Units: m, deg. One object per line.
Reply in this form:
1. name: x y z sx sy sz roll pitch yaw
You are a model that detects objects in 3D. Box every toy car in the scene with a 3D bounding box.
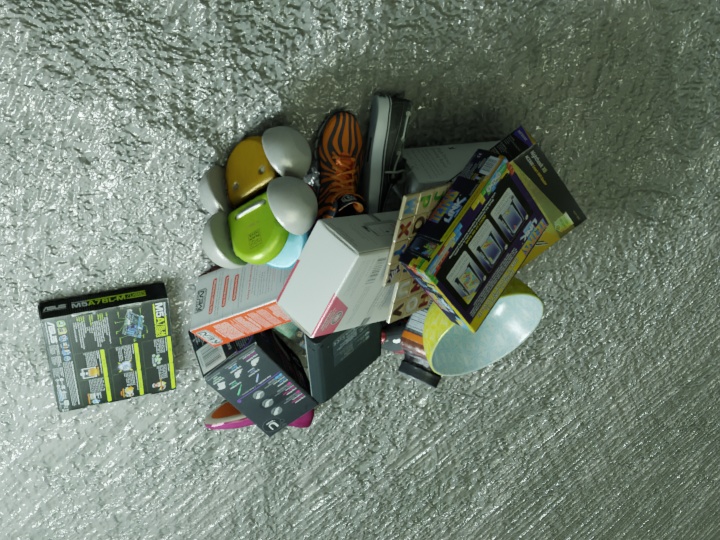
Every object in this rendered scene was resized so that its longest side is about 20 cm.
1. toy car: -0.124 -0.087 1.429 0.175 0.201 0.150 -28 143 26

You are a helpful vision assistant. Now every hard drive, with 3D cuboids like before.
1. hard drive: -0.023 0.117 1.601 0.139 0.033 0.200 -39 154 -22

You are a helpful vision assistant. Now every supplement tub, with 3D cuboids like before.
1. supplement tub: 0.133 0.092 1.697 0.107 0.107 0.201 26 85 -37

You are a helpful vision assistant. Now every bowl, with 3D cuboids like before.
1. bowl: 0.173 0.062 1.581 0.199 0.108 0.200 -20 147 -13

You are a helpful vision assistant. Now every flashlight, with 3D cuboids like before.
1. flashlight: 0.016 0.114 1.742 0.199 0.068 0.068 1 118 -24

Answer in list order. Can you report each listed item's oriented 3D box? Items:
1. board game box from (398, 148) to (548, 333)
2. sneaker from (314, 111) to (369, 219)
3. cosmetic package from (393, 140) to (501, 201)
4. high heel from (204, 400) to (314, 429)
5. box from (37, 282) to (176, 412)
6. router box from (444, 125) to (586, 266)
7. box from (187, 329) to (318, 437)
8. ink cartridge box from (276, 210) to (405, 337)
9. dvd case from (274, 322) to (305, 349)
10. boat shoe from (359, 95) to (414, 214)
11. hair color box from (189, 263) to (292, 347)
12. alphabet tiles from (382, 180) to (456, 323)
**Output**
1. board game box: 0.162 -0.040 1.420 0.200 0.057 0.165 -54 135 -12
2. sneaker: -0.020 -0.125 1.458 0.077 0.112 0.201 1 101 -20
3. cosmetic package: 0.158 -0.141 1.566 0.199 0.102 0.074 -9 131 -19
4. high heel: -0.173 0.265 1.783 0.199 0.067 0.096 -13 122 -17
5. box: -0.390 0.122 1.588 0.192 0.048 0.201 -12 131 -17
6. router box: 0.231 -0.099 1.530 0.157 0.052 0.200 -38 133 9
7. box: -0.173 0.159 1.659 0.106 0.122 0.200 -34 133 6
8. ink cartridge box: -0.002 0.002 1.417 0.200 0.083 0.147 -10 135 -54
9. dvd case: -0.066 0.058 1.646 0.200 0.022 0.146 36 97 -29
10. boat shoe: 0.041 -0.154 1.492 0.068 0.074 0.200 5 97 -12
11. hair color box: -0.158 0.035 1.527 0.199 0.102 0.061 -18 141 29
12. alphabet tiles: 0.088 -0.025 1.417 0.167 0.008 0.201 -20 129 -50
